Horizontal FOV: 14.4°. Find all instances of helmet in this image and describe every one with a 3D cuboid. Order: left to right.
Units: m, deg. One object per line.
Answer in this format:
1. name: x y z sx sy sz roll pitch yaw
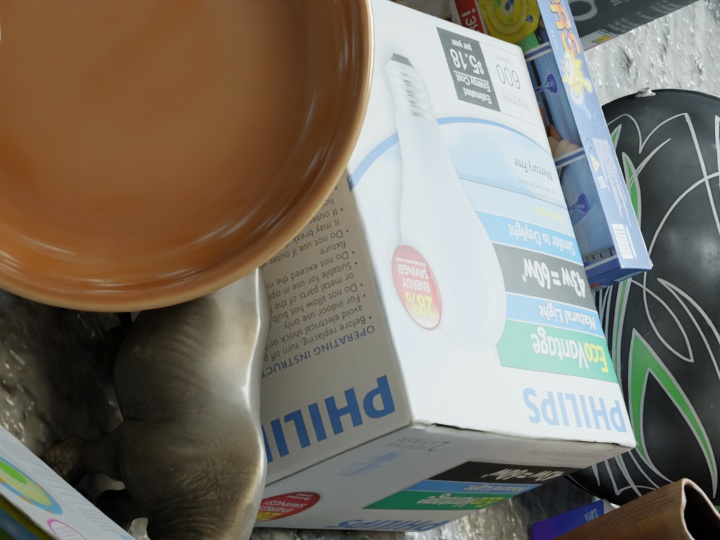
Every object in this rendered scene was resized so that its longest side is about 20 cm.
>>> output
1. helmet: 0.152 0.018 1.418 0.191 0.199 0.201 43 35 -54

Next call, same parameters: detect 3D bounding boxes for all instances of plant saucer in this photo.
1. plant saucer: -0.094 -0.084 1.093 0.037 0.200 0.201 86 -17 -86

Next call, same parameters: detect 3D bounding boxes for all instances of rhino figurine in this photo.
1. rhino figurine: -0.073 0.073 1.098 0.060 0.087 0.201 37 42 -47

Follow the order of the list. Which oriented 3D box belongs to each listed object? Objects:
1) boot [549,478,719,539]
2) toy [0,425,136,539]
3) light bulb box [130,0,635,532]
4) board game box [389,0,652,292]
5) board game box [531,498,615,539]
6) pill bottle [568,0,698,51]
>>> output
1. boot: 0.109 0.167 1.222 0.188 0.200 0.069 48 34 -30
2. toy: -0.128 0.082 0.976 0.200 0.047 0.115 43 3 11
3. light bulb box: 0.000 0.000 1.238 0.198 0.125 0.201 10 61 -57
4. board game box: 0.046 -0.072 1.355 0.034 0.135 0.201 2 69 -58
5. board game box: 0.156 0.224 1.424 0.200 0.045 0.135 43 37 -37
6. pill bottle: 0.103 -0.169 1.453 0.116 0.200 0.116 39 39 -41
